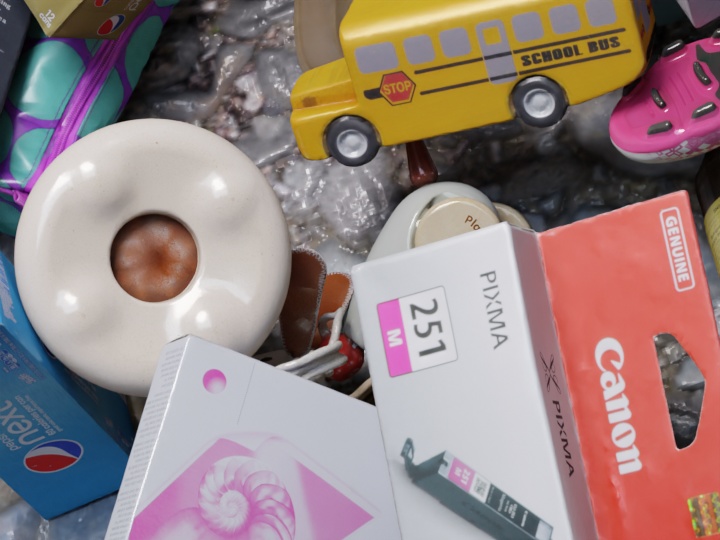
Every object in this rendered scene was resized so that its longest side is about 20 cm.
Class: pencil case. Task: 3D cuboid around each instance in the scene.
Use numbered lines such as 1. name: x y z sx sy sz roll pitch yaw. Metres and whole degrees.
1. pencil case: -0.177 -0.114 1.558 0.092 0.085 0.200 -6 55 54

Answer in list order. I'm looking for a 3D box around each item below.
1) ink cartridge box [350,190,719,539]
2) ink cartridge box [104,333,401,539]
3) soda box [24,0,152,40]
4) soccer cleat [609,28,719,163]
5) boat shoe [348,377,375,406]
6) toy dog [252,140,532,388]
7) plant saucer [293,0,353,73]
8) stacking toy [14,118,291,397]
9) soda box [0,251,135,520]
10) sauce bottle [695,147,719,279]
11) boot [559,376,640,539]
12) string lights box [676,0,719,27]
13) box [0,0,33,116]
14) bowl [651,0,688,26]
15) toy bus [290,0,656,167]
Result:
1. ink cartridge box: 0.096 0.073 1.281 0.173 0.044 0.200 -17 77 26
2. ink cartridge box: -0.035 0.159 1.313 0.196 0.043 0.200 22 70 -20
3. soda box: -0.194 -0.230 1.509 0.064 0.068 0.200 -43 71 27
4. soccer cleat: 0.230 -0.103 1.385 0.200 0.086 0.070 -32 44 0
5. boat shoe: 0.060 0.058 1.403 0.200 0.065 0.071 -40 58 -6
6. toy dog: 0.000 0.000 1.430 0.200 0.132 0.096 -30 79 -11
7. plant saucer: 0.015 -0.200 1.512 0.029 0.200 0.200 15 59 -22
8. stacking toy: -0.124 -0.004 1.430 0.146 0.200 0.146 0 88 -12
9. soda box: -0.188 0.060 1.398 0.068 0.200 0.064 -23 57 7
10. sauce bottle: 0.219 -0.027 1.399 0.065 0.065 0.200 -17 58 8
11. boot: 0.113 0.146 1.314 0.200 0.077 0.138 32 78 15
12. string lights box: 0.148 -0.239 1.393 0.059 0.103 0.200 -30 59 1
13. box: -0.282 -0.129 1.536 0.148 0.107 0.200 -30 37 42
14. bowl: 0.163 -0.221 1.500 0.200 0.105 0.201 -8 60 14
15. toy bus: 0.058 -0.117 1.397 0.200 0.078 0.065 -11 23 17
